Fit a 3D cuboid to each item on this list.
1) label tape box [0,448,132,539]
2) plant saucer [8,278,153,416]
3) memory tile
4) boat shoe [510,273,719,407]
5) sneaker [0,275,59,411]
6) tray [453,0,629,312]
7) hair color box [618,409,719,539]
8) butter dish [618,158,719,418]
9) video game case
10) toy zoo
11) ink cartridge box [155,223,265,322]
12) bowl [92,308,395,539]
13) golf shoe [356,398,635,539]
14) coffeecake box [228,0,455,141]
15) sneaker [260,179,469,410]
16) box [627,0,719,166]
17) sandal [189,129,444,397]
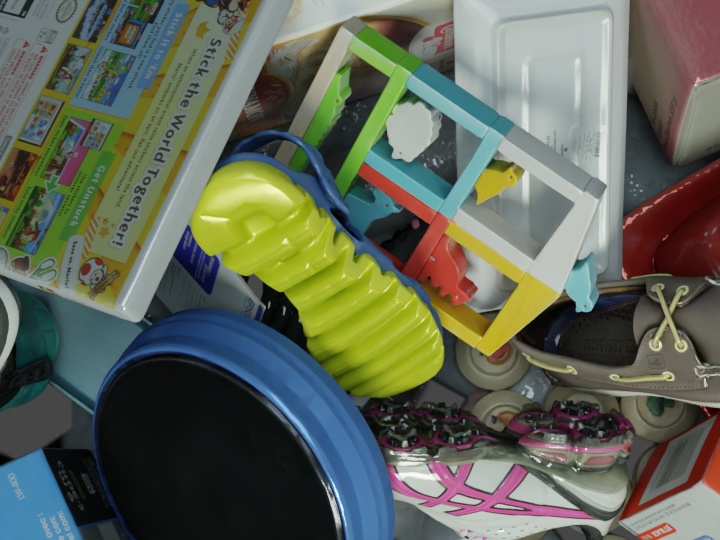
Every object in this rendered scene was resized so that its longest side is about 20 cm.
[{"bbox_3d":[-0.168,0.178,0.808,0.063,0.200,0.145,-26,83,-2],"label":"label tape box"},{"bbox_3d":[-0.153,0.062,0.916,0.200,0.019,0.070,35,84,5],"label":"plant saucer"},{"bbox_3d":[0.143,0.116,0.904,0.152,0.017,0.201,-9,83,0],"label":"memory tile"},{"bbox_3d":[0.170,0.035,0.812,0.059,0.199,0.072,22,72,-36],"label":"boat shoe"},{"bbox_3d":[-0.222,0.041,0.847,0.084,0.200,0.121,55,42,1],"label":"sneaker"},{"bbox_3d":[0.109,-0.070,0.834,0.107,0.022,0.201,-10,115,-14],"label":"tray"},{"bbox_3d":[0.263,0.168,0.831,0.199,0.111,0.064,34,63,0],"label":"hair color box"},{"bbox_3d":[0.281,0.005,0.846,0.199,0.148,0.201,-30,83,-6],"label":"butter dish"},{"bbox_3d":[-0.147,-0.089,0.761,0.181,0.023,0.201,17,75,28],"label":"video game case"},{"bbox_3d":[0.048,-0.036,0.813,0.200,0.020,0.131,35,128,4],"label":"toy zoo"},{"bbox_3d":[-0.116,-0.030,0.871,0.039,0.100,0.200,-32,71,-32],"label":"ink cartridge box"},{"bbox_3d":[-0.074,0.121,0.830,0.201,0.201,0.039,46,42,7],"label":"bowl"},{"bbox_3d":[0.063,0.127,0.851,0.199,0.073,0.093,3,107,-7],"label":"golf shoe"},{"bbox_3d":[-0.032,-0.150,0.873,0.199,0.154,0.073,-18,80,-1],"label":"coffeecake box"},{"bbox_3d":[0.000,0.000,0.894,0.099,0.071,0.200,35,88,0],"label":"sneaker"},{"bbox_3d":[0.203,-0.186,0.870,0.108,0.128,0.201,-21,71,0],"label":"box"},{"bbox_3d":[-0.017,-0.007,0.803,0.079,0.087,0.200,-25,127,17],"label":"sandal"}]
